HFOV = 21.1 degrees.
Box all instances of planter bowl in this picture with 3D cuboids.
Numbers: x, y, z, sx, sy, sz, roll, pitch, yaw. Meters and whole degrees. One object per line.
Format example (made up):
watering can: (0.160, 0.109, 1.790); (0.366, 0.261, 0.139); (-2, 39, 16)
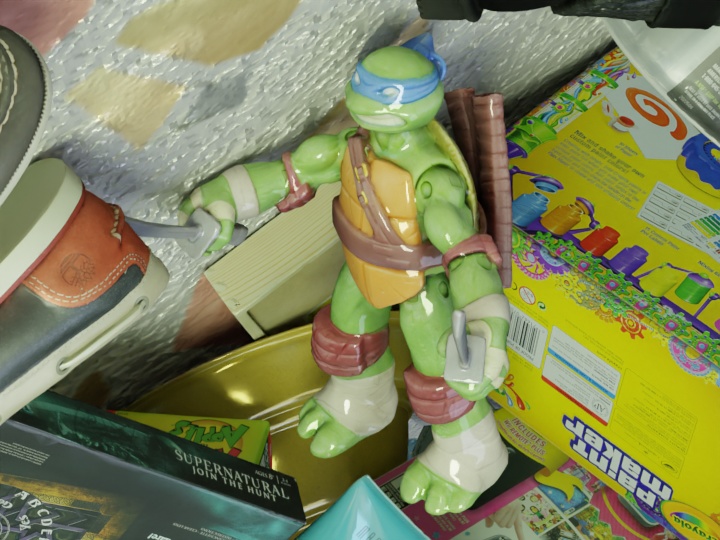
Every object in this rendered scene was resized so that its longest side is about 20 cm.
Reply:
planter bowl: (-0.040, 0.103, 0.990); (0.200, 0.084, 0.200); (-21, 162, -7)

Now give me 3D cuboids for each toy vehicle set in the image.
toy vehicle set: (0.000, 0.000, 0.969); (0.124, 0.027, 0.200); (-37, 162, -2)

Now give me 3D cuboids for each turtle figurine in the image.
turtle figurine: (-0.008, 0.020, 0.784); (0.143, 0.200, 0.194); (0, 130, 10)

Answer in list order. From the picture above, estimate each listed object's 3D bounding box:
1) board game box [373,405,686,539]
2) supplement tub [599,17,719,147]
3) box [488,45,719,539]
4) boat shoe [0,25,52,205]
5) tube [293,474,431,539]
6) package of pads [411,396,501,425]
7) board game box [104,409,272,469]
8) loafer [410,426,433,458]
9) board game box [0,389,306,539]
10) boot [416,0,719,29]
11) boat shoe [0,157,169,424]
board game box: (0.121, 0.124, 0.949); (0.200, 0.148, 0.064); (-27, 146, -25)
supplement tub: (0.204, -0.151, 0.828); (0.200, 0.123, 0.122); (-44, 161, 18)
box: (0.167, 0.002, 0.935); (0.192, 0.200, 0.122); (-37, 151, -31)
boat shoe: (-0.177, -0.007, 0.552); (0.200, 0.067, 0.057); (-34, 167, 1)
tube: (-0.040, 0.167, 0.874); (0.200, 0.077, 0.050); (-39, -160, 26)
package of pads: (0.123, 0.016, 1.102); (0.200, 0.068, 0.154); (-27, -175, -27)
board game box: (-0.091, 0.161, 0.934); (0.048, 0.101, 0.201); (-73, 163, -54)
loafer: (0.103, 0.058, 1.271); (0.200, 0.072, 0.063); (-44, 142, -1)
board game box: (-0.140, 0.108, 0.809); (0.200, 0.028, 0.135); (25, 123, -37)
boot: (0.093, -0.130, 0.617); (0.157, 0.080, 0.211); (6, 173, 8)
boat shoe: (-0.154, 0.050, 0.684); (0.200, 0.071, 0.063); (-46, 123, -4)
